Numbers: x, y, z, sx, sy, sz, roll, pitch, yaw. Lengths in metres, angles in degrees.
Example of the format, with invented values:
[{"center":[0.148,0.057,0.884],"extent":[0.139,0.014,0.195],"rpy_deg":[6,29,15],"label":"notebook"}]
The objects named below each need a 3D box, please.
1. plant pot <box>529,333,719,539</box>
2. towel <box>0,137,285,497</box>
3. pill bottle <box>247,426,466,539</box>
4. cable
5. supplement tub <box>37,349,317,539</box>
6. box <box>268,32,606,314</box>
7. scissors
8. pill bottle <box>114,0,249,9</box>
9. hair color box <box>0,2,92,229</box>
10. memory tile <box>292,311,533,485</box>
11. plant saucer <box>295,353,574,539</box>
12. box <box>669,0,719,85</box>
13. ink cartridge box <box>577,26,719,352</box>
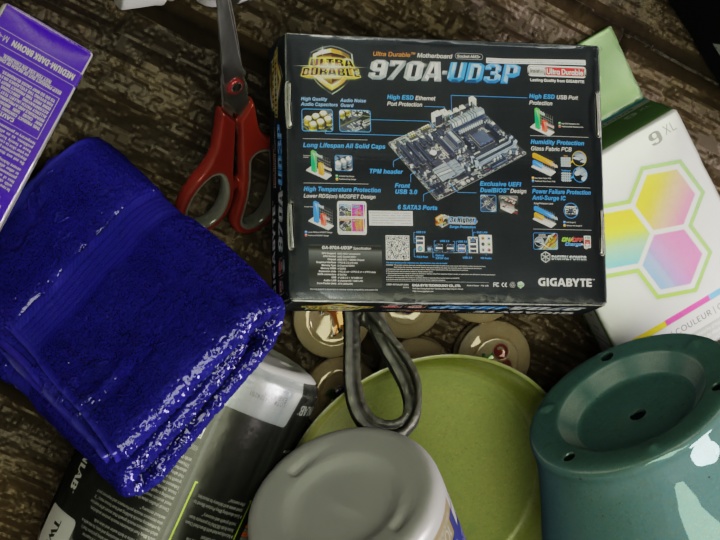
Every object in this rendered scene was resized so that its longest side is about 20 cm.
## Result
[{"center":[0.194,0.150,1.525],"extent":[0.199,0.200,0.189],"rpy_deg":[-30,117,-7],"label":"plant pot"},{"center":[-0.149,0.021,1.451],"extent":[0.148,0.200,0.050],"rpy_deg":[-51,144,0],"label":"towel"},{"center":[0.016,0.201,1.501],"extent":[0.119,0.120,0.201],"rpy_deg":[-29,133,-7],"label":"pill bottle"},{"center":[0.000,0.000,1.508],"extent":[0.096,0.050,0.202],"rpy_deg":[6,68,-7],"label":"cable"},{"center":[-0.116,0.132,1.507],"extent":[0.122,0.123,0.201],"rpy_deg":[24,93,-16],"label":"supplement tub"},{"center":[0.046,-0.055,1.489],"extent":[0.198,0.046,0.160],"rpy_deg":[0,82,-14],"label":"box"},{"center":[-0.070,-0.103,1.484],"extent":[0.073,0.014,0.201],"rpy_deg":[-11,129,-28],"label":"scissors"},{"center":[-0.053,-0.218,1.466],"extent":[0.198,0.114,0.115],"rpy_deg":[-12,102,-10],"label":"pill bottle"},{"center":[-0.229,-0.043,1.431],"extent":[0.065,0.109,0.201],"rpy_deg":[30,77,-9],"label":"hair color box"},{"center":[0.033,0.043,1.582],"extent":[0.152,0.017,0.202],"rpy_deg":[-12,102,-11],"label":"memory tile"},{"center":[0.039,0.138,1.574],"extent":[0.198,0.031,0.202],"rpy_deg":[-7,114,-15],"label":"plant saucer"},{"center":[0.317,-0.174,1.557],"extent":[0.196,0.124,0.201],"rpy_deg":[-37,106,-7],"label":"box"},{"center":[0.166,-0.040,1.576],"extent":[0.103,0.059,0.201],"rpy_deg":[-29,104,-6],"label":"ink cartridge box"}]
